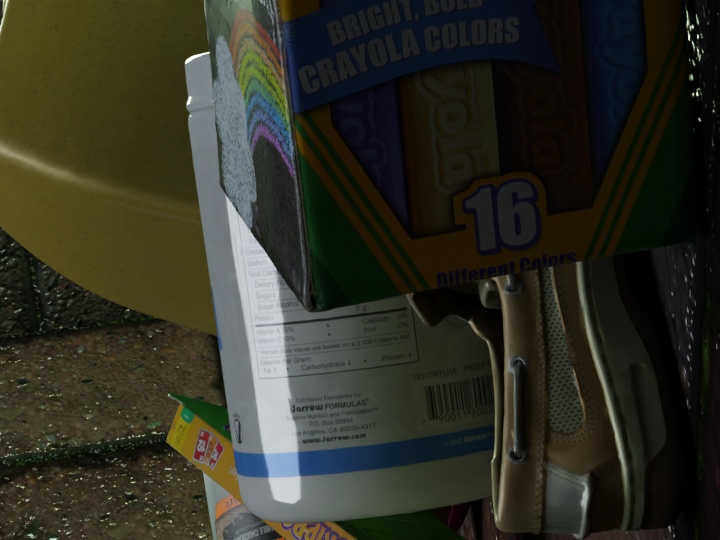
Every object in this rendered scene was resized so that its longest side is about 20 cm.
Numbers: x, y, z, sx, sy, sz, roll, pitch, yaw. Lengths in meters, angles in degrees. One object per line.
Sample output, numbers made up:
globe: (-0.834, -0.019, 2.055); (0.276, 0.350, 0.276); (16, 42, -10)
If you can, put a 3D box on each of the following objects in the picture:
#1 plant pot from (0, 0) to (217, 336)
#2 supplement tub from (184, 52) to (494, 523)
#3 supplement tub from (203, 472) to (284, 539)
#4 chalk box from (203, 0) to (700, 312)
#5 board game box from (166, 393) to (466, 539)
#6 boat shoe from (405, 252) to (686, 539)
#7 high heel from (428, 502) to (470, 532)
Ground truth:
plant pot: (-0.119, -0.085, 1.765); (0.194, 0.200, 0.196); (95, -175, -67)
supplement tub: (0.000, 0.000, 1.279); (0.132, 0.132, 0.200); (-174, 76, -85)
supplement tub: (-0.030, 0.202, 1.935); (0.123, 0.122, 0.200); (95, 165, -67)
chalk box: (0.019, -0.109, 0.890); (0.125, 0.124, 0.200); (-127, 30, -65)
board game box: (-0.011, 0.109, 1.386); (0.200, 0.095, 0.030); (37, 106, 51)
boat shoe: (0.052, -0.003, 1.003); (0.072, 0.076, 0.200); (89, 172, -53)
high heel: (0.028, 0.096, 1.466); (0.200, 0.067, 0.096); (45, -138, -75)
